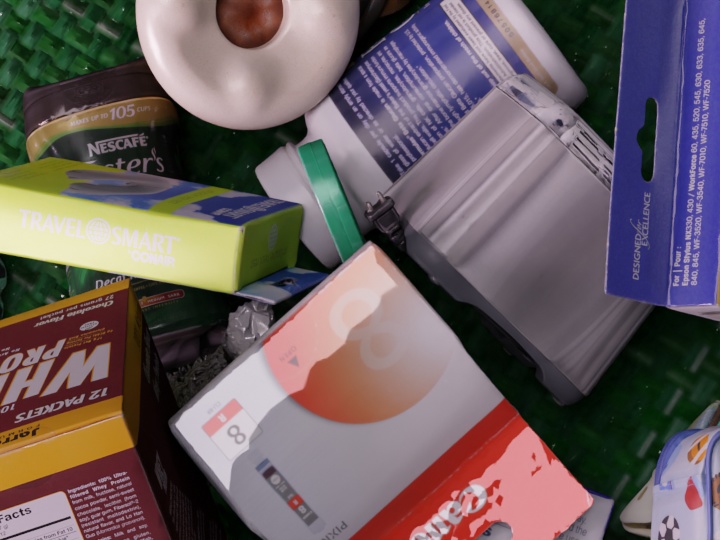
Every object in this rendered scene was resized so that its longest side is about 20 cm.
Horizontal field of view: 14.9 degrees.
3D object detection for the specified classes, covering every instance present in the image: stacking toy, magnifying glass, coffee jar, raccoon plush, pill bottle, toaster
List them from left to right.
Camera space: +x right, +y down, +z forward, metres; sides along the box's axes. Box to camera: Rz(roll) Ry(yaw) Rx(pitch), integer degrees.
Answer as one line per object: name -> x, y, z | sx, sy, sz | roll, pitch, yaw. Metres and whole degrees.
coffee jar -> -0.153, -0.036, 1.790 | 0.104, 0.085, 0.201 | -16, 73, -5
raccoon plush -> -0.108, 0.068, 1.704 | 0.133, 0.201, 0.097 | 3, 47, 8
stacking toy -> -0.098, -0.167, 1.764 | 0.145, 0.200, 0.147 | -2, 96, -22
magnifying glass -> 0.000, 0.000, 1.688 | 0.022, 0.201, 0.080 | -23, 44, 2
pill bottle -> 0.035, -0.093, 1.739 | 0.200, 0.111, 0.111 | -38, 70, 5
toaster -> 0.102, -0.026, 1.658 | 0.129, 0.200, 0.114 | -47, 29, 1

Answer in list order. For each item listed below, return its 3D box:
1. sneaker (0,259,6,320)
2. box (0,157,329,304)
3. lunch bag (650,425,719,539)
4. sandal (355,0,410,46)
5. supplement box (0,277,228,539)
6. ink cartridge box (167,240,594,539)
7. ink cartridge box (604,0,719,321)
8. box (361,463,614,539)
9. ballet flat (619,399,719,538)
sneaker -> -0.319, 0.052, 1.828 | 0.139, 0.078, 0.201 | 0, 66, 26
box -> -0.125, -0.026, 1.668 | 0.198, 0.122, 0.048 | 10, 101, 15
lunch bag -> 0.248, 0.192, 1.604 | 0.159, 0.075, 0.202 | 8, 78, -27
sandal -> 0.011, -0.191, 1.797 | 0.082, 0.054, 0.201 | 31, 90, 44
supplement box -> -0.162, 0.146, 1.574 | 0.132, 0.197, 0.201 | -18, 111, 3
ink cartridge box -> 0.012, 0.110, 1.577 | 0.162, 0.050, 0.200 | -41, 84, 0
ink cartridge box -> 0.238, -0.065, 1.639 | 0.047, 0.199, 0.199 | -9, 73, 51
box -> 0.031, 0.200, 1.651 | 0.183, 0.105, 0.201 | 20, 84, -1
ballet flat -> 0.184, 0.175, 1.661 | 0.074, 0.074, 0.202 | 7, 77, 17
